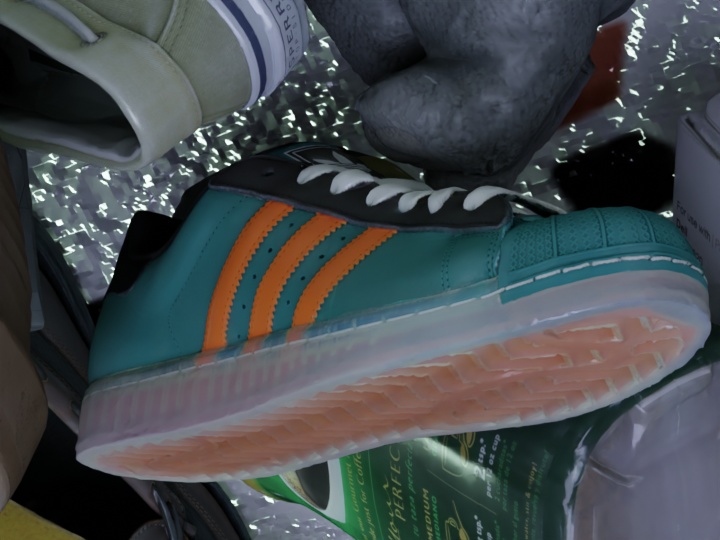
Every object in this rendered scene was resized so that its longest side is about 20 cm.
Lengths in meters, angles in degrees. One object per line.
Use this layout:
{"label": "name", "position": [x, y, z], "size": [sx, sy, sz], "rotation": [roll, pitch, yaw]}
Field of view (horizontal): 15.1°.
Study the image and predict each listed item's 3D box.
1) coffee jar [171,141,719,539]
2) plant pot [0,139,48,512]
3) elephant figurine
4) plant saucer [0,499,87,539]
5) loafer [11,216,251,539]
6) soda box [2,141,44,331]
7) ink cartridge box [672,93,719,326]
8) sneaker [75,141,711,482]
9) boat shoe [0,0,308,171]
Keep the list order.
{"label": "coffee jar", "position": [0.025, 0.036, 0.765], "size": [0.085, 0.200, 0.104], "rotation": [-25, 124, -29]}
{"label": "plant pot", "position": [-0.153, -0.027, 0.653], "size": [0.201, 0.093, 0.201], "rotation": [23, 158, 10]}
{"label": "elephant figurine", "position": [-0.019, -0.115, 0.724], "size": [0.200, 0.142, 0.155], "rotation": [34, 89, 5]}
{"label": "plant saucer", "position": [-0.119, 0.160, 0.893], "size": [0.200, 0.048, 0.200], "rotation": [29, 137, -10]}
{"label": "loafer", "position": [-0.093, 0.071, 0.864], "size": [0.072, 0.063, 0.200], "rotation": [-23, 114, 16]}
{"label": "soda box", "position": [-0.194, 0.000, 0.795], "size": [0.200, 0.068, 0.064], "rotation": [-9, 86, 27]}
{"label": "ink cartridge box", "position": [0.168, 0.046, 0.782], "size": [0.145, 0.084, 0.200], "rotation": [-11, 121, -17]}
{"label": "sneaker", "position": [0.000, 0.000, 0.675], "size": [0.200, 0.080, 0.071], "rotation": [-14, 158, 42]}
{"label": "boat shoe", "position": [-0.102, -0.070, 0.716], "size": [0.200, 0.062, 0.072], "rotation": [11, 131, 44]}
